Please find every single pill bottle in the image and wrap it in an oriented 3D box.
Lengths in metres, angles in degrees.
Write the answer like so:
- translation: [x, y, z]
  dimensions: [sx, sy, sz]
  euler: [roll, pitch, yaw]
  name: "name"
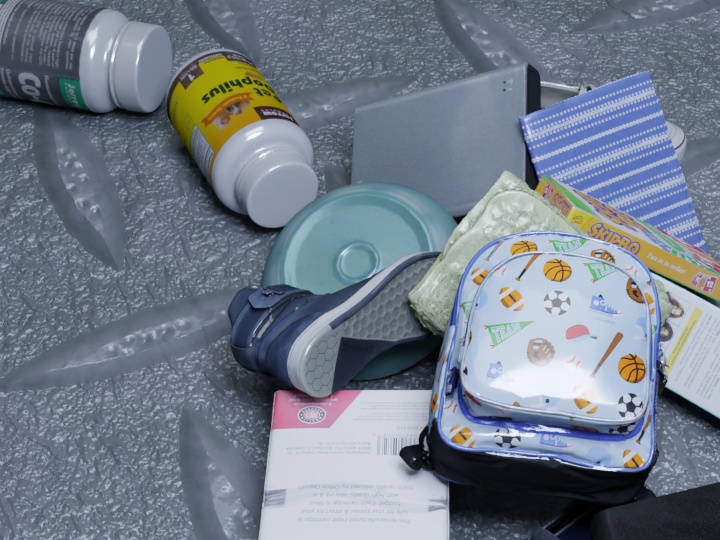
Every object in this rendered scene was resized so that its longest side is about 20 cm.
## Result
- translation: [-0.118, -0.132, 1.441]
  dimensions: [0.108, 0.110, 0.200]
  euler: [-20, 46, -17]
  name: "pill bottle"
- translation: [-0.316, -0.236, 1.558]
  dimensions: [0.198, 0.114, 0.114]
  euler: [11, 45, 15]
  name: "pill bottle"

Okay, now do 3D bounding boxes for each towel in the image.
- translation: [0.151, 0.028, 1.184]
  dimensions: [0.199, 0.149, 0.037]
  euler: [35, 7, -15]
  name: "towel"
- translation: [0.237, -0.070, 1.317]
  dimensions: [0.144, 0.202, 0.024]
  euler: [-22, 8, -17]
  name: "towel"

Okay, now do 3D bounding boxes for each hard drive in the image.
- translation: [0.079, -0.110, 1.362]
  dimensions: [0.199, 0.033, 0.141]
  euler: [-11, 68, 35]
  name: "hard drive"

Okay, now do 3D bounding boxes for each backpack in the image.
- translation: [0.142, 0.064, 1.071]
  dimensions: [0.198, 0.155, 0.192]
  euler: [10, 56, -1]
  name: "backpack"

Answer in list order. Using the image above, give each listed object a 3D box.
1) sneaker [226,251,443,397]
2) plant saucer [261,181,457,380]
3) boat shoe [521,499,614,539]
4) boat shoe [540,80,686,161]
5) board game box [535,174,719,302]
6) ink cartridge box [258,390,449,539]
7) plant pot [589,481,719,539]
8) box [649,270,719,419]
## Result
- translation: [-0.021, 0.032, 1.220]
  dimensions: [0.201, 0.078, 0.146]
  euler: [-28, 24, -35]
  name: "sneaker"
- translation: [0.000, 0.000, 1.295]
  dimensions: [0.198, 0.036, 0.202]
  euler: [-6, 63, 12]
  name: "plant saucer"
- translation: [0.143, 0.231, 1.080]
  dimensions: [0.199, 0.063, 0.074]
  euler: [-33, 53, -26]
  name: "boat shoe"
- translation: [0.218, -0.148, 1.371]
  dimensions: [0.198, 0.066, 0.072]
  euler: [15, 46, 17]
  name: "boat shoe"
- translation: [0.238, -0.030, 1.256]
  dimensions: [0.199, 0.030, 0.096]
  euler: [21, 16, -16]
  name: "board game box"
- translation: [-0.003, 0.193, 1.111]
  dimensions: [0.145, 0.083, 0.201]
  euler: [0, 43, 3]
  name: "ink cartridge box"
- translation: [0.248, 0.257, 0.965]
  dimensions: [0.198, 0.201, 0.178]
  euler: [-12, 32, -10]
  name: "plant pot"
- translation: [0.273, 0.058, 1.230]
  dimensions: [0.199, 0.049, 0.083]
  euler: [31, 98, 28]
  name: "box"
